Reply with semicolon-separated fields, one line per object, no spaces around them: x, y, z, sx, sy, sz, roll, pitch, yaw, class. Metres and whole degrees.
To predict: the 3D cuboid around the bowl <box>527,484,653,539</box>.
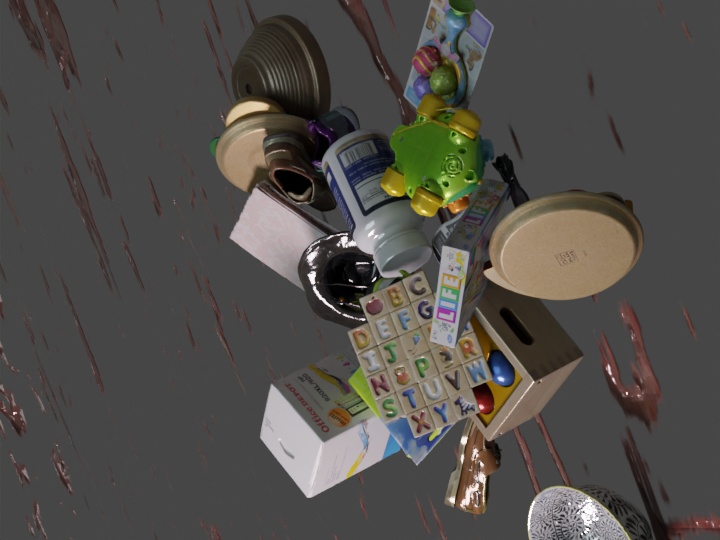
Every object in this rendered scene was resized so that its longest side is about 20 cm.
0.326;0.362;1.487;0.200;0.094;0.203;30;131;42;bowl

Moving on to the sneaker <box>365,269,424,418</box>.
0.055;0.102;1.519;0.082;0.071;0.203;-8;91;43;sneaker

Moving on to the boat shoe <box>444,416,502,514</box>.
0.182;0.273;1.674;0.067;0.072;0.202;17;118;14;boat shoe

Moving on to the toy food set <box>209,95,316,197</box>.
-0.139;-0.185;1.775;0.198;0.198;0.049;-51;32;46;toy food set

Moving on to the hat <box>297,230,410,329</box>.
0.000;0.000;1.735;0.198;0.081;0.202;9;133;10;hat

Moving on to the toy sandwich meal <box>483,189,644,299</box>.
0.244;-0.038;1.352;0.206;0.203;0.071;115;163;-46;toy sandwich meal

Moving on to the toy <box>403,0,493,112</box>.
0.103;-0.274;1.493;0.115;0.047;0.201;49;141;27;toy

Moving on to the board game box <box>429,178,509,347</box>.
0.138;-0.013;1.398;0.034;0.200;0.136;15;122;15;board game box

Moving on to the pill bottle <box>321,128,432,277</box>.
0.028;-0.094;1.610;0.201;0.110;0.111;66;147;24;pill bottle

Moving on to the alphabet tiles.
0.078;0.112;1.485;0.165;0.006;0.202;-24;85;18;alphabet tiles

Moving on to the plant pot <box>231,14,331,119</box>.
-0.142;-0.299;1.780;0.200;0.092;0.203;32;132;42;plant pot

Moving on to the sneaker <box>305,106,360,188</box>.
-0.039;-0.147;1.722;0.074;0.087;0.202;6;113;52;sneaker

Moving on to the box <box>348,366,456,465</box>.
0.079;0.193;1.704;0.122;0.048;0.200;-49;50;8;box

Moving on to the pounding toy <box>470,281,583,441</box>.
0.162;0.115;1.538;0.201;0.141;0.185;53;143;22;pounding toy

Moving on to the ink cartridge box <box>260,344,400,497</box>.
-0.040;0.242;1.832;0.147;0.199;0.146;44;139;30;ink cartridge box

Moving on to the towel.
-0.115;-0.051;1.846;0.190;0.032;0.200;35;150;-4;towel

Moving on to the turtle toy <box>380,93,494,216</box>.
0.101;-0.150;1.483;0.200;0.100;0.147;38;102;51;turtle toy

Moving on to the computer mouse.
0.168;-0.066;1.525;0.110;0.044;0.200;58;139;7;computer mouse

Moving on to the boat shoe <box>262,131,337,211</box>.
-0.094;-0.136;1.733;0.075;0.200;0.073;-17;59;22;boat shoe
